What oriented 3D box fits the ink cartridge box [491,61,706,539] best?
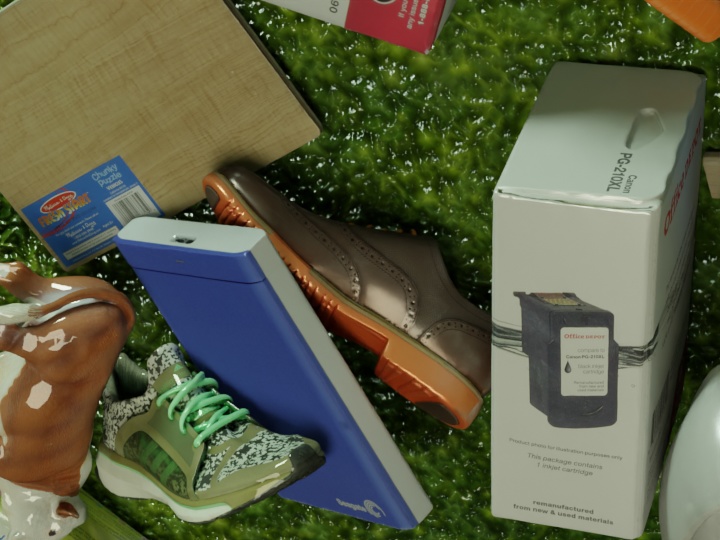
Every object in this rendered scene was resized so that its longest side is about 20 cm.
[{"bbox_3d":[0.122,0.012,1.093,0.084,0.145,0.201,8,124,14],"label":"ink cartridge box"}]

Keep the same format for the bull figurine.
[{"bbox_3d":[-0.199,0.078,1.242,0.121,0.065,0.201,12,123,-18],"label":"bull figurine"}]

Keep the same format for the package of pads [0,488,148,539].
[{"bbox_3d":[-0.230,0.190,1.367,0.200,0.068,0.154,40,125,-14],"label":"package of pads"}]

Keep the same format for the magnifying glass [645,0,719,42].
[{"bbox_3d":[0.109,-0.163,1.007,0.200,0.022,0.080,29,112,-34],"label":"magnifying glass"}]

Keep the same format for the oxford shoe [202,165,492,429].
[{"bbox_3d":[0.000,0.000,1.181,0.200,0.073,0.071,40,166,-4],"label":"oxford shoe"}]

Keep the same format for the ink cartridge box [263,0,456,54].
[{"bbox_3d":[-0.034,-0.211,1.038,0.199,0.086,0.148,17,126,4],"label":"ink cartridge box"}]

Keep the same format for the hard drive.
[{"bbox_3d":[-0.050,0.058,1.208,0.132,0.025,0.201,7,135,51],"label":"hard drive"}]

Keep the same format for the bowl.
[{"bbox_3d":[0.242,0.080,1.078,0.199,0.075,0.200,-18,161,-4],"label":"bowl"}]

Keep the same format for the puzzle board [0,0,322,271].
[{"bbox_3d":[-0.139,-0.097,1.188,0.199,0.017,0.151,-26,112,30],"label":"puzzle board"}]

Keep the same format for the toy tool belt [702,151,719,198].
[{"bbox_3d":[0.219,-0.071,1.020,0.123,0.125,0.200,38,154,26],"label":"toy tool belt"}]

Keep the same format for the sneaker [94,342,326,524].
[{"bbox_3d":[-0.100,0.089,1.227,0.199,0.077,0.089,3,114,49],"label":"sneaker"}]
